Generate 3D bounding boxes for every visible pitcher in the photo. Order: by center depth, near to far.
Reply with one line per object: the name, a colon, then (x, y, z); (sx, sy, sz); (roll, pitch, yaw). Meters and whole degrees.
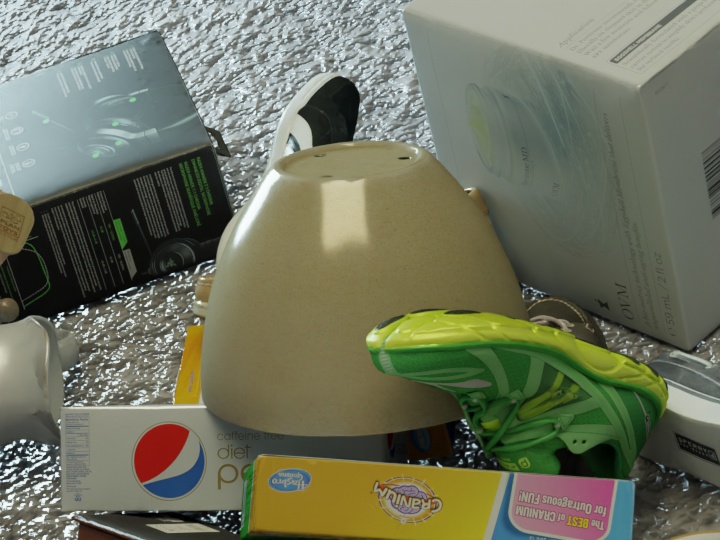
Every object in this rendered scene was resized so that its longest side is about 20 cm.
pitcher: (-0.281, 0.076, 1.811); (0.199, 0.122, 0.172); (-9, 8, 3)

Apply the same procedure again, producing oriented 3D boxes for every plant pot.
plant pot: (0.000, 0.000, 1.652); (0.199, 0.135, 0.200); (-5, 15, 1)

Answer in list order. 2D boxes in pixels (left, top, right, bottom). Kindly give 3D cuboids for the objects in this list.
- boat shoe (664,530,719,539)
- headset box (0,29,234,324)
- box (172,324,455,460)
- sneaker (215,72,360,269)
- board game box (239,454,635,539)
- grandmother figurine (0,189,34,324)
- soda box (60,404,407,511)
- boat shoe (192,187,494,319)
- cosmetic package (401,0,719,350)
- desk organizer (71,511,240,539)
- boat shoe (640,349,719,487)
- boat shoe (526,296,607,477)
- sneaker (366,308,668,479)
boat shoe: (0.129, 0.201, 1.517); (0.199, 0.071, 0.070); (-22, 70, -28)
headset box: (-0.190, -0.066, 1.968); (0.199, 0.093, 0.174); (-20, 35, -7)
box: (-0.016, 0.073, 1.764); (0.199, 0.042, 0.119); (-6, 37, 10)
sneaker: (-0.009, -0.049, 1.905); (0.111, 0.073, 0.201); (7, 49, 23)
board game box: (0.037, 0.130, 1.535); (0.199, 0.041, 0.153); (4, -8, -4)
grandmother figurine: (-0.282, 0.008, 1.860); (0.200, 0.121, 0.061); (-39, 26, 48)
soda box: (-0.074, 0.110, 1.680); (0.199, 0.064, 0.068); (-1, -3, 13)
boat shoe: (-0.011, -0.012, 1.790); (0.199, 0.070, 0.074); (-10, 10, -8)
cosmetic package: (0.150, -0.086, 1.773); (0.123, 0.200, 0.199); (-38, 41, -28)
desk organizer: (-0.086, 0.191, 1.594); (0.071, 0.078, 0.200); (2, 5, -35)
boat shoe: (0.230, 0.093, 1.620); (0.068, 0.072, 0.200); (-37, 33, -25)
boat shoe: (0.115, 0.068, 1.701); (0.066, 0.057, 0.201); (-8, 36, 11)
sneaker: (0.089, 0.072, 1.560); (0.074, 0.199, 0.084); (6, 80, 56)
